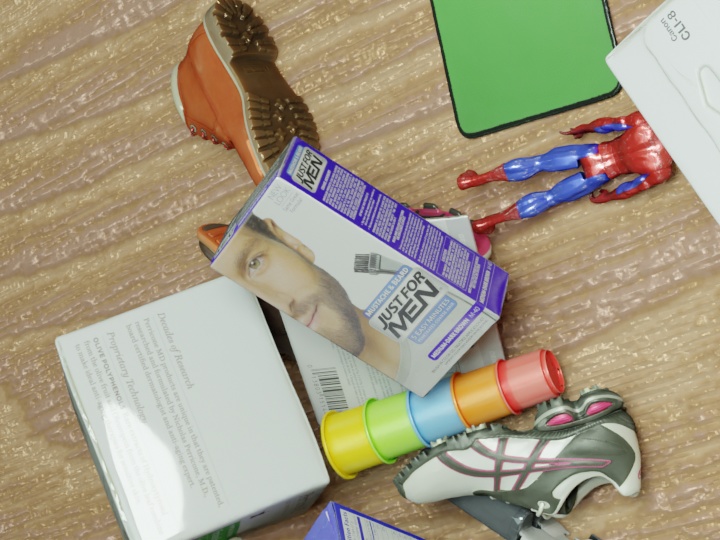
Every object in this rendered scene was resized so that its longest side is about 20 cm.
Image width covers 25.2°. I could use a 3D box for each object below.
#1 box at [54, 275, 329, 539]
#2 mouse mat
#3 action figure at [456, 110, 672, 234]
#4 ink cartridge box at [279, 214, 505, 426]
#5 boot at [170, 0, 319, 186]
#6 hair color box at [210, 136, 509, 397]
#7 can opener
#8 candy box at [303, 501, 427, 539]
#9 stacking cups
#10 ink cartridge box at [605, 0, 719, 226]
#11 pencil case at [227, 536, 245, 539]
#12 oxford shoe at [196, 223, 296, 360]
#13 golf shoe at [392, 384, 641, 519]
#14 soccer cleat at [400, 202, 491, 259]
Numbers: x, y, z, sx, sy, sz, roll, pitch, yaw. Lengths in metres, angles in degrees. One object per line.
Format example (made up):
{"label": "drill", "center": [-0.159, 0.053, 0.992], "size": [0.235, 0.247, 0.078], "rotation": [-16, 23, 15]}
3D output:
{"label": "box", "center": [-0.147, 0.137, 1.386], "size": [0.199, 0.171, 0.200], "rotation": [115, 133, -73]}
{"label": "mouse mat", "center": [0.123, -0.218, 1.287], "size": [0.161, 0.008, 0.200], "rotation": [-14, 86, 38]}
{"label": "action figure", "center": [0.174, -0.080, 1.238], "size": [0.200, 0.052, 0.065], "rotation": [-16, 91, 33]}
{"label": "ink cartridge box", "center": [0.026, 0.034, 1.313], "size": [0.176, 0.045, 0.200], "rotation": [-6, 124, 16]}
{"label": "boot", "center": [-0.107, -0.132, 1.441], "size": [0.107, 0.075, 0.200], "rotation": [-40, 62, 37]}
{"label": "hair color box", "center": [0.000, 0.000, 1.228], "size": [0.200, 0.065, 0.109], "rotation": [33, 127, -9]}
{"label": "can opener", "center": [0.125, 0.209, 1.306], "size": [0.200, 0.053, 0.067], "rotation": [35, 116, 30]}
{"label": "candy box", "center": [0.022, 0.301, 1.294], "size": [0.169, 0.200, 0.077], "rotation": [-59, 20, 18]}
{"label": "stacking cups", "center": [0.068, 0.116, 1.299], "size": [0.200, 0.060, 0.061], "rotation": [-19, 84, 23]}
{"label": "ink cartridge box", "center": [0.290, -0.126, 1.045], "size": [0.145, 0.200, 0.145], "rotation": [-44, 69, 33]}
{"label": "pencil case", "center": [-0.049, 0.313, 1.376], "size": [0.200, 0.089, 0.078], "rotation": [37, 124, -20]}
{"label": "oxford shoe", "center": [-0.081, 0.030, 1.437], "size": [0.200, 0.071, 0.073], "rotation": [40, 123, 27]}
{"label": "golf shoe", "center": [0.121, 0.158, 1.256], "size": [0.200, 0.077, 0.088], "rotation": [-21, 75, 20]}
{"label": "soccer cleat", "center": [0.026, -0.011, 1.359], "size": [0.200, 0.070, 0.086], "rotation": [12, 125, 34]}
